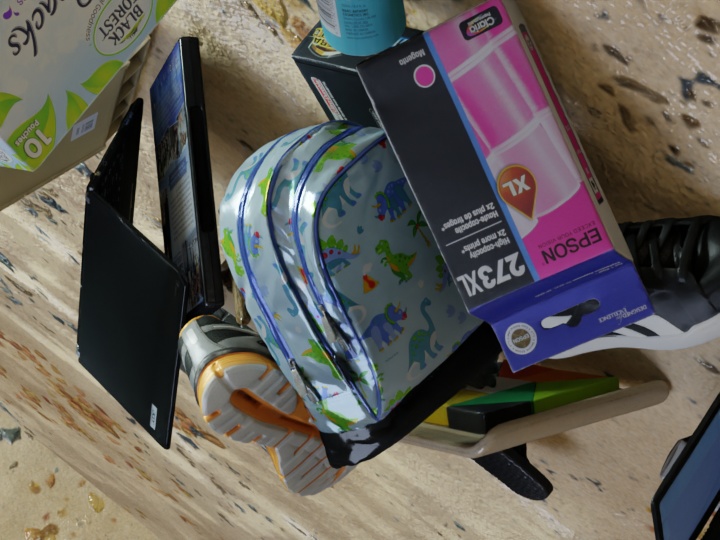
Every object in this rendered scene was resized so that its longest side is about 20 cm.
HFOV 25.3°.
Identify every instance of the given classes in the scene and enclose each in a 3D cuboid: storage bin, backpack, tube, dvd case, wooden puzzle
[{"bbox_3d":[-0.277,-0.130,1.266,0.094,0.198,0.200,54,159,4],"label":"storage bin"},{"bbox_3d":[0.000,0.000,1.024,0.201,0.163,0.154,54,153,-4],"label":"backpack"},{"bbox_3d":[-0.012,-0.206,0.885,0.077,0.050,0.201,23,150,25],"label":"tube"},{"bbox_3d":[-0.133,-0.061,1.219,0.017,0.202,0.143,-3,172,-17],"label":"dvd case"},{"bbox_3d":[0.097,0.097,1.189,0.199,0.184,0.038,-3,96,54],"label":"wooden puzzle"}]

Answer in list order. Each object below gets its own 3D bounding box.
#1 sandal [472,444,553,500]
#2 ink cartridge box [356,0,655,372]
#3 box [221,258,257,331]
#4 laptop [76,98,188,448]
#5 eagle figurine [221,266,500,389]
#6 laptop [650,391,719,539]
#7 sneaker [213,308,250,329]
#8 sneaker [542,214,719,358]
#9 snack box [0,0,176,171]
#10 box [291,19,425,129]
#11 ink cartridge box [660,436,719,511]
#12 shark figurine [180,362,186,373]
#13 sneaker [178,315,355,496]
[{"bbox_3d":[0.112,0.143,1.427,0.075,0.045,0.200,56,168,-28],"label":"sandal"},{"bbox_3d":[0.082,-0.046,0.903,0.094,0.037,0.201,-24,95,22],"label":"ink cartridge box"},{"bbox_3d":[-0.020,0.041,1.362,0.199,0.078,0.095,35,158,8],"label":"box"},{"bbox_3d":[-0.165,-0.001,1.263,0.103,0.201,0.178,14,129,2],"label":"laptop"},{"bbox_3d":[-0.004,0.016,1.186,0.199,0.153,0.151,7,143,-14],"label":"eagle figurine"},{"bbox_3d":[0.266,0.135,0.952,0.200,0.178,0.103,40,160,-6],"label":"laptop"},{"bbox_3d":[-0.057,0.073,1.524,0.200,0.078,0.086,40,172,15],"label":"sneaker"},{"bbox_3d":[0.142,-0.007,0.937,0.112,0.073,0.199,39,142,-29],"label":"sneaker"},{"bbox_3d":[-0.178,-0.177,0.903,0.053,0.200,0.142,9,147,48],"label":"snack box"},{"bbox_3d":[0.062,-0.072,1.037,0.158,0.046,0.200,20,153,39],"label":"box"},{"bbox_3d":[0.306,0.174,1.088,0.199,0.037,0.095,33,-168,21],"label":"ink cartridge box"},{"bbox_3d":[-0.094,0.085,1.281,0.213,0.128,0.090,2,124,26],"label":"shark figurine"},{"bbox_3d":[-0.055,0.090,1.109,0.077,0.078,0.200,49,-178,40],"label":"sneaker"}]
